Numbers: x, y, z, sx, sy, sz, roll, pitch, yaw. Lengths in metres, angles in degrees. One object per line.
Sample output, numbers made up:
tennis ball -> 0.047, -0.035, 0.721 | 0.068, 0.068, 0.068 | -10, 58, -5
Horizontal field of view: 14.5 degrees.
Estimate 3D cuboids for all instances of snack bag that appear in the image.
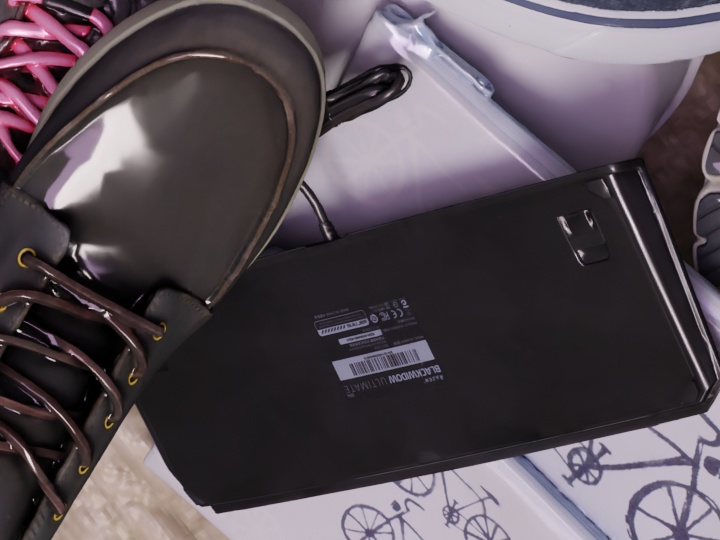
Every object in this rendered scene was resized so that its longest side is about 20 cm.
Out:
snack bag -> 0.036, 0.049, 0.825 | 0.188, 0.021, 0.200 | 41, 131, 11

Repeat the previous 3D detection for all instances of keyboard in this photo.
keyboard -> 0.000, 0.000, 0.802 | 0.199, 0.021, 0.128 | -15, 108, 37

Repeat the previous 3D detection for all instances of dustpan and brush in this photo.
dustpan and brush -> 0.071, -0.068, 0.813 | 0.199, 0.057, 0.140 | 1, 126, 18

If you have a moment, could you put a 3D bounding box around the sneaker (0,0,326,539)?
sneaker -> -0.076, 0.021, 0.755 | 0.075, 0.106, 0.200 | 31, 117, -16

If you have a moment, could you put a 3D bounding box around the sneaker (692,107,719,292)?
sneaker -> 0.136, 0.011, 0.809 | 0.077, 0.080, 0.201 | 3, 113, 12

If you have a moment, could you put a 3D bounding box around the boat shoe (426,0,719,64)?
boat shoe -> 0.034, -0.116, 0.718 | 0.199, 0.071, 0.091 | 13, 145, -16

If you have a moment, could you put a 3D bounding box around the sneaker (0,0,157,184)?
sneaker -> -0.095, -0.041, 0.837 | 0.079, 0.095, 0.201 | 22, 110, 8
